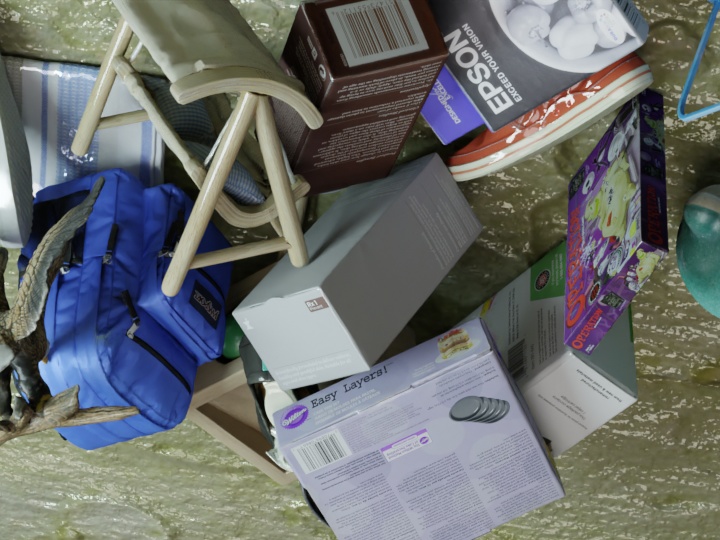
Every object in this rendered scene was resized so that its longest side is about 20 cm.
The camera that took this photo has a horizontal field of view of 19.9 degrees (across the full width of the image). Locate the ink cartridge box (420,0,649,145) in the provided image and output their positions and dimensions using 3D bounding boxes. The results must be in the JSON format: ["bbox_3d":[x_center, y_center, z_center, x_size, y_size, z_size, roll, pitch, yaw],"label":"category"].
[{"bbox_3d":[0.084,-0.209,1.556,0.199,0.043,0.199,-30,108,28],"label":"ink cartridge box"}]

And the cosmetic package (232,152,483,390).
[{"bbox_3d":[0.000,0.000,1.635,0.106,0.200,0.091,-15,117,45],"label":"cosmetic package"}]

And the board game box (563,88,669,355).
[{"bbox_3d":[0.200,-0.042,1.610,0.032,0.201,0.121,19,129,-10],"label":"board game box"}]

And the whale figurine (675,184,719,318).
[{"bbox_3d":[0.327,-0.010,1.635,0.158,0.105,0.200,20,172,-11],"label":"whale figurine"}]

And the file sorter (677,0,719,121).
[{"bbox_3d":[0.359,-0.132,1.533,0.199,0.124,0.139,26,165,-17],"label":"file sorter"}]

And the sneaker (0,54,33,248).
[{"bbox_3d":[-0.319,-0.112,1.652,0.081,0.074,0.202,-12,96,8],"label":"sneaker"}]

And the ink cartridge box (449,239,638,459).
[{"bbox_3d":[0.138,0.093,1.767,0.084,0.146,0.200,34,125,-24],"label":"ink cartridge box"}]

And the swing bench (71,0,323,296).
[{"bbox_3d":[-0.125,-0.126,1.553,0.129,0.199,0.201,-13,135,-24],"label":"swing bench"}]

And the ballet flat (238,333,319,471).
[{"bbox_3d":[-0.058,0.125,1.699,0.067,0.069,0.201,-15,138,11],"label":"ballet flat"}]

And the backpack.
[{"bbox_3d":[-0.198,0.035,1.685,0.167,0.201,0.163,-14,141,30],"label":"backpack"}]

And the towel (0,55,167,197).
[{"bbox_3d":[-0.259,-0.111,1.714,0.198,0.024,0.148,8,130,-1],"label":"towel"}]

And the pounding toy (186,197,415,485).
[{"bbox_3d":[-0.058,0.053,1.779,0.183,0.143,0.200,-27,134,26],"label":"pounding toy"}]

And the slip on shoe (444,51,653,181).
[{"bbox_3d":[0.143,-0.129,1.639,0.199,0.074,0.062,-32,85,36],"label":"slip on shoe"}]

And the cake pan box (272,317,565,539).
[{"bbox_3d":[0.047,0.153,1.664,0.199,0.052,0.185,-26,125,6],"label":"cake pan box"}]

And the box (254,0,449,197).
[{"bbox_3d":[-0.010,-0.135,1.571,0.099,0.075,0.200,-14,158,-21],"label":"box"}]

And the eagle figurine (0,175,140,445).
[{"bbox_3d":[-0.261,0.030,1.547,0.150,0.202,0.151,-1,161,-25],"label":"eagle figurine"}]
